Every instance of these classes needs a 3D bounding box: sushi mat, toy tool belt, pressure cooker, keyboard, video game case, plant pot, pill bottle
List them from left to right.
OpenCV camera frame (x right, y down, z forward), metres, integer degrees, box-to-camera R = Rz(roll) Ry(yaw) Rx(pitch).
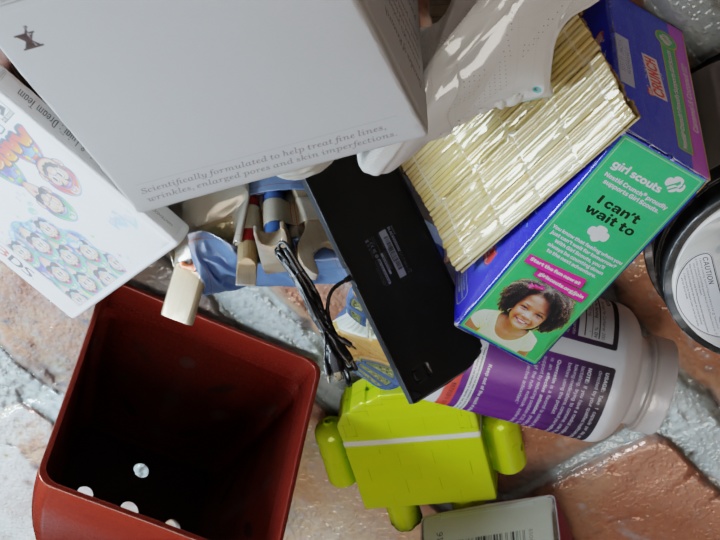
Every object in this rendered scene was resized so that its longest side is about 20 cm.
[{"bbox_3d":[-0.243,-0.053,1.235,0.182,0.024,0.199,41,145,-15],"label":"video game case"},{"bbox_3d":[-0.170,0.165,1.366,0.198,0.202,0.177,22,140,-12],"label":"plant pot"},{"bbox_3d":[-0.053,-0.023,1.223,0.197,0.124,0.125,-5,157,12],"label":"toy tool belt"},{"bbox_3d":[0.000,0.000,1.133,0.021,0.126,0.202,-19,98,58],"label":"keyboard"},{"bbox_3d":[0.100,-0.086,1.078,0.012,0.096,0.200,-9,157,-40],"label":"sushi mat"},{"bbox_3d":[0.144,0.068,1.290,0.198,0.113,0.113,15,130,-6],"label":"pill bottle"},{"bbox_3d":[0.283,-0.038,1.128,0.174,0.201,0.179,23,129,-17],"label":"pressure cooker"}]

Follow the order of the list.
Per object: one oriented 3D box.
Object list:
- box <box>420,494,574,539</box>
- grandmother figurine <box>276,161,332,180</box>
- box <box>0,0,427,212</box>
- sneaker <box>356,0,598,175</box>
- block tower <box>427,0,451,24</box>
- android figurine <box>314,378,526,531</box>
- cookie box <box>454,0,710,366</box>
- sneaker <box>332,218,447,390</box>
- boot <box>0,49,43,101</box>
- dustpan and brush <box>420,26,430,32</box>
[{"bbox_3d":[0.140,0.304,1.464,0.126,0.110,0.201,-11,140,13],"label":"box"},{"bbox_3d":[-0.031,-0.129,1.088,0.060,0.201,0.121,-27,121,26],"label":"grandmother figurine"},{"bbox_3d":[-0.084,-0.158,0.938,0.197,0.132,0.200,-13,145,15],"label":"box"},{"bbox_3d":[0.075,-0.122,1.022,0.088,0.076,0.200,26,126,-22],"label":"sneaker"},{"bbox_3d":[0.060,-0.259,1.066,0.057,0.054,0.202,-3,130,10],"label":"block tower"},{"bbox_3d":[0.050,0.149,1.415,0.180,0.041,0.201,-7,131,14],"label":"android figurine"},{"bbox_3d":[0.147,-0.065,1.142,0.075,0.172,0.200,24,129,-17],"label":"cookie box"},{"bbox_3d":[0.028,0.027,1.259,0.075,0.089,0.200,34,158,0],"label":"sneaker"},{"bbox_3d":[-0.190,-0.111,1.168,0.187,0.069,0.201,8,132,35],"label":"boot"},{"bbox_3d":[0.045,-0.131,1.159,0.138,0.058,0.199,-5,180,-38],"label":"dustpan and brush"}]
